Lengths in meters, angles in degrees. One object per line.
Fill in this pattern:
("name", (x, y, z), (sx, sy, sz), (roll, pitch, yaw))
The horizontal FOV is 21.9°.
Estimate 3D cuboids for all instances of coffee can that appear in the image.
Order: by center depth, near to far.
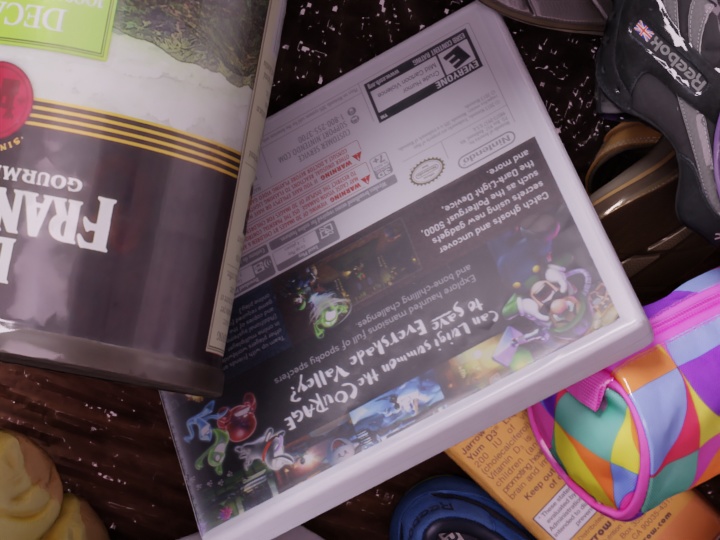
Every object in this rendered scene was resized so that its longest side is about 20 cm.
("coffee can", (-0.109, -0.061, 0.735), (0.146, 0.146, 0.201), (10, 84, -2))

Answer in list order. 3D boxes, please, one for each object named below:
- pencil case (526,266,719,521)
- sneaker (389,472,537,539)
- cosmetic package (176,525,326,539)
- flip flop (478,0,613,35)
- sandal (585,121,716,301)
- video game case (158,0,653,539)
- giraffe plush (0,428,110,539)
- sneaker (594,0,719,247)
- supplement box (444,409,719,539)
("pencil case", (0.166, 0.031, 0.791), (0.199, 0.088, 0.089), (-26, 96, -26))
("sneaker", (0.087, 0.176, 0.840), (0.066, 0.078, 0.200), (-43, 96, 1))
("cosmetic package", (-0.079, 0.227, 0.746), (0.123, 0.200, 0.200), (27, 113, 31))
("flip flop", (0.117, -0.138, 0.825), (0.199, 0.058, 0.081), (7, 85, -17))
("sandal", (0.141, -0.052, 0.824), (0.200, 0.054, 0.080), (-45, 139, 11))
("video game case", (0.000, 0.000, 0.782), (0.199, 0.023, 0.182), (-28, 55, 10))
("giraffe plush", (-0.220, 0.166, 0.806), (0.162, 0.200, 0.173), (-2, 108, 31))
("sneaker", (0.122, -0.106, 0.756), (0.087, 0.076, 0.201), (-29, 76, 17))
("supplement box", (0.069, 0.064, 0.834), (0.200, 0.067, 0.069), (41, 93, -5))
